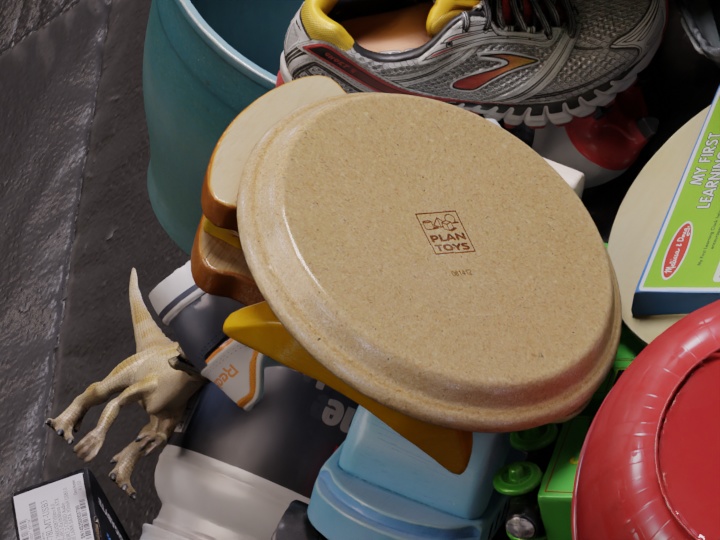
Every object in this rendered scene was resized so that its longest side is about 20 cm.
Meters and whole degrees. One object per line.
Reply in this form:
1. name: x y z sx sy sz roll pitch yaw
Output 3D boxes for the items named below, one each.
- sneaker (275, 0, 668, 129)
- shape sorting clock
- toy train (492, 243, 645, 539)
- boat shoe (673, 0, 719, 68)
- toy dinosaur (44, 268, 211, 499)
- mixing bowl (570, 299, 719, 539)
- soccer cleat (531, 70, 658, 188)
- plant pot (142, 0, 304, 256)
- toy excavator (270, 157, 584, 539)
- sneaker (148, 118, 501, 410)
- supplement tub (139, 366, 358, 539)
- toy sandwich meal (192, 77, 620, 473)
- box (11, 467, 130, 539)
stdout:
1. sneaker: 0.059 -0.116 1.414 0.082 0.199 0.078 96 158 -53
2. shape sorting clock: 0.206 -0.028 1.318 0.199 0.039 0.200 -17 41 16
3. toy train: 0.110 0.054 1.324 0.056 0.042 0.200 -1 37 22
4. boat shoe: 0.179 -0.165 1.465 0.074 0.068 0.200 -37 40 30
5. toy dinosaur: -0.106 0.059 1.464 0.101 0.058 0.200 -49 16 -4
6. mixing bowl: 0.175 0.086 1.166 0.199 0.108 0.201 -4 72 14
7. soccer cleat: 0.117 -0.127 1.522 0.085 0.068 0.200 -35 41 44
8. plant pot: -0.034 -0.097 1.573 0.188 0.199 0.200 114 158 -45
9. toy excavator: 0.047 0.059 1.349 0.194 0.100 0.200 -45 -25 -66
10. sneaker: 0.000 0.000 1.377 0.200 0.080 0.078 -29 -9 -22
11. supplement tub: -0.021 0.081 1.479 0.140 0.140 0.200 11 74 55
12. toy sandwich meal: 0.019 0.002 1.283 0.070 0.205 0.206 123 153 -44
13. box: -0.111 0.235 1.440 0.050 0.200 0.199 -18 44 5
